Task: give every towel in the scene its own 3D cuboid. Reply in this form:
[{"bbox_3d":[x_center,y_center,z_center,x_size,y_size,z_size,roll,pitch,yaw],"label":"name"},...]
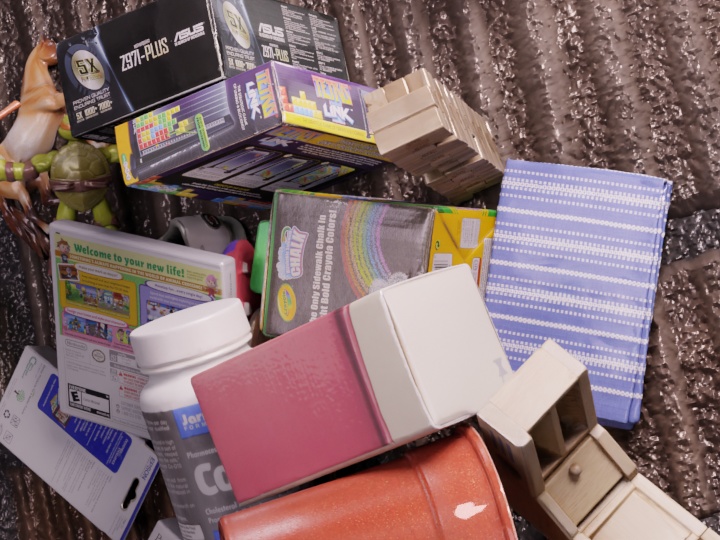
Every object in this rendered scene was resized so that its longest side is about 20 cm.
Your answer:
[{"bbox_3d":[0.168,0.018,1.486,0.144,0.024,0.201,8,90,27],"label":"towel"}]

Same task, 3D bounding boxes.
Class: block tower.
[{"bbox_3d":[0.062,-0.103,1.466,0.058,0.200,0.054,-23,75,13],"label":"block tower"}]

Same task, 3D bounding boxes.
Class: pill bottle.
[{"bbox_3d":[-0.113,0.131,1.514,0.113,0.114,0.201,-12,100,31],"label":"pill bottle"}]

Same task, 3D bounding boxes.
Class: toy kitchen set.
[{"bbox_3d":[0.165,0.201,1.357,0.200,0.181,0.163,38,75,27],"label":"toy kitchen set"}]

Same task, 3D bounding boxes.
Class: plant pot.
[{"bbox_3d":[0.006,0.230,1.347,0.194,0.201,0.202,-13,78,-8],"label":"plant pot"}]

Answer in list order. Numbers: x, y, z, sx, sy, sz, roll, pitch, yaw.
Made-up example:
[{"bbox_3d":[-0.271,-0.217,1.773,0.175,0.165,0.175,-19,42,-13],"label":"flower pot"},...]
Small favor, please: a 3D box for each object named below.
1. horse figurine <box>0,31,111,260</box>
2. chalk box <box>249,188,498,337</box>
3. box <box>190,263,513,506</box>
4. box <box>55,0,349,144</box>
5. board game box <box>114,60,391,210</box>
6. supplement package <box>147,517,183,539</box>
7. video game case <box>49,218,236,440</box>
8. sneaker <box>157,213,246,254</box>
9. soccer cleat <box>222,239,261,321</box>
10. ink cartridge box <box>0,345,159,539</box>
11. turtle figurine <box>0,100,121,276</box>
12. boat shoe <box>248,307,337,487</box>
[{"bbox_3d":[-0.301,-0.114,1.778,0.132,0.050,0.201,28,102,29],"label":"horse figurine"},{"bbox_3d":[0.000,0.000,1.540,0.199,0.124,0.125,9,94,33],"label":"chalk box"},{"bbox_3d":[-0.005,0.086,1.397,0.200,0.128,0.109,-25,84,35],"label":"box"},{"bbox_3d":[-0.130,-0.165,1.583,0.163,0.200,0.086,-17,79,31],"label":"box"},{"bbox_3d":[-0.077,-0.108,1.548,0.165,0.200,0.057,-20,76,29],"label":"board game box"},{"bbox_3d":[-0.146,0.326,1.617,0.121,0.120,0.200,37,106,29],"label":"supplement package"},{"bbox_3d":[-0.188,0.059,1.623,0.199,0.022,0.183,12,113,33],"label":"video game case"},{"bbox_3d":[-0.190,0.029,1.675,0.074,0.088,0.200,43,110,34],"label":"sneaker"},{"bbox_3d":[-0.120,0.073,1.643,0.076,0.067,0.201,-1,92,21],"label":"soccer cleat"},{"bbox_3d":[-0.259,0.162,1.745,0.200,0.039,0.100,36,106,30],"label":"ink cartridge box"},{"bbox_3d":[-0.244,-0.079,1.702,0.064,0.199,0.162,-133,35,-67],"label":"turtle figurine"},{"bbox_3d":[-0.053,0.128,1.601,0.072,0.076,0.201,-7,93,28],"label":"boat shoe"}]
